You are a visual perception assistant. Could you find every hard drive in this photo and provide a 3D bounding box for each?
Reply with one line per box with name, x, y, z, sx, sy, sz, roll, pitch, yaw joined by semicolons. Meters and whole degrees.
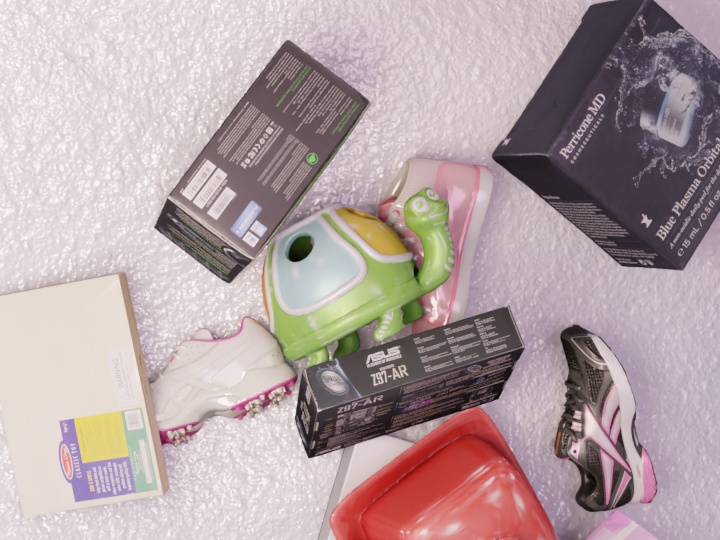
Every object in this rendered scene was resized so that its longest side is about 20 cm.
hard drive;0.063;0.242;1.671;0.200;0.027;0.132;18;86;-24

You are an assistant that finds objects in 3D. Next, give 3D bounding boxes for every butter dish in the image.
butter dish;0.108;0.261;1.597;0.199;0.148;0.200;-35;106;-19

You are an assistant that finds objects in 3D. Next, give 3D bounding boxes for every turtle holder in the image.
turtle holder;-0.008;0.004;1.542;0.141;0.185;0.132;-26;87;-51

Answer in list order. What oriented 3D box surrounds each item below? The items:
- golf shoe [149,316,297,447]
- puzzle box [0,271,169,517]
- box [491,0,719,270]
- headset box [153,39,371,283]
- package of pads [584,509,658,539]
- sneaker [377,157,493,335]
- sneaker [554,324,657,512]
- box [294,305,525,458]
golf shoe;-0.161;0.109;1.550;0.200;0.075;0.092;-21;78;-18
puzzle box;-0.251;0.110;1.483;0.133;0.025;0.200;-10;94;9
box;0.276;-0.135;1.690;0.200;0.117;0.197;37;79;-20
headset box;-0.092;-0.089;1.493;0.093;0.200;0.174;37;78;-5
package of pads;0.229;0.352;1.708;0.200;0.076;0.121;-42;135;-15
sneaker;0.055;-0.015;1.627;0.104;0.075;0.201;14;89;-17
sneaker;0.234;0.157;1.715;0.086;0.080;0.200;-20;96;-10
box;0.042;0.106;1.562;0.200;0.160;0.044;-17;70;-10
